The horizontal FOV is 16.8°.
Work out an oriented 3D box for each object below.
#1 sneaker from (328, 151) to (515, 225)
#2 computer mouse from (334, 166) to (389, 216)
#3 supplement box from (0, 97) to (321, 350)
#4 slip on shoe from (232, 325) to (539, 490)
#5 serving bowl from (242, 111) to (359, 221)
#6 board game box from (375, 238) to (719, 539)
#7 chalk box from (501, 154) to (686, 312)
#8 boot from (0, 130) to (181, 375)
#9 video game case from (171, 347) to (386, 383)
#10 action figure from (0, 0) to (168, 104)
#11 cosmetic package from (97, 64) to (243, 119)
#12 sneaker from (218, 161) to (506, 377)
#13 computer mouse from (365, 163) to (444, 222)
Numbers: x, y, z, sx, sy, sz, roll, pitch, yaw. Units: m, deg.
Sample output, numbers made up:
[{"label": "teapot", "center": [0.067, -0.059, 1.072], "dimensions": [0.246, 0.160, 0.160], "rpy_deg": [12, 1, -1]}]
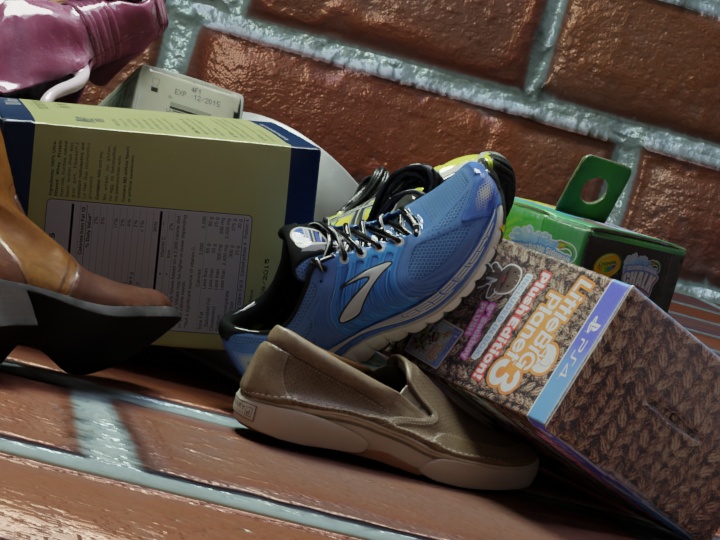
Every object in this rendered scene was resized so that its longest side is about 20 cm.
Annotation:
[{"label": "sneaker", "center": [0.016, -0.028, 1.682], "dimensions": [0.076, 0.200, 0.075], "rpy_deg": [44, -18, 51]}, {"label": "computer mouse", "center": [0.025, 0.004, 1.730], "dimensions": [0.200, 0.110, 0.044], "rpy_deg": [42, -16, 44]}, {"label": "supplement box", "center": [-0.145, -0.032, 1.581], "dimensions": [0.199, 0.135, 0.200], "rpy_deg": [5, 7, -12]}, {"label": "slip on shoe", "center": [0.023, 0.082, 1.431], "dimensions": [0.200, 0.061, 0.076], "rpy_deg": [16, 5, -22]}, {"label": "serving bowl", "center": [-0.074, -0.027, 1.913], "dimensions": [0.200, 0.066, 0.200], "rpy_deg": [28, -34, 21]}, {"label": "board game box", "center": [0.127, 0.065, 1.487], "dimensions": [0.159, 0.097, 0.200], "rpy_deg": [37, -8, -35]}, {"label": "chalk box", "center": [0.141, 0.014, 1.758], "dimensions": [0.124, 0.200, 0.125], "rpy_deg": [19, 4, 41]}, {"label": "boot", "center": [-0.206, -0.038, 1.419], "dimensions": [0.188, 0.068, 0.200], "rpy_deg": [-2, 59, -44]}, {"label": "video game case", "center": [-0.015, 0.073, 1.641], "dimensions": [0.200, 0.022, 0.182], "rpy_deg": [13, 6, -36]}, {"label": "action figure", "center": [-0.197, -0.172, 1.737], "dimensions": [0.200, 0.134, 0.149], "rpy_deg": [-31, 48, -26]}, {"label": "cosmetic package", "center": [-0.171, -0.070, 1.846], "dimensions": [0.087, 0.104, 0.200], "rpy_deg": [16, -20, -22]}, {"label": "sneaker", "center": [0.000, 0.000, 1.458], "dimensions": [0.089, 0.200, 0.079], "rpy_deg": [50, 2, -26]}, {"label": "computer mouse", "center": [0.061, 0.032, 1.604], "dimensions": [0.200, 0.138, 0.053], "rpy_deg": [36, 20, -28]}]
